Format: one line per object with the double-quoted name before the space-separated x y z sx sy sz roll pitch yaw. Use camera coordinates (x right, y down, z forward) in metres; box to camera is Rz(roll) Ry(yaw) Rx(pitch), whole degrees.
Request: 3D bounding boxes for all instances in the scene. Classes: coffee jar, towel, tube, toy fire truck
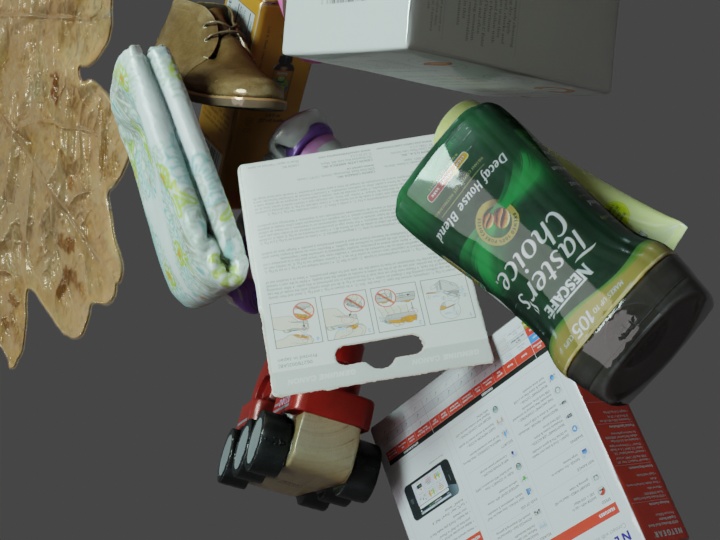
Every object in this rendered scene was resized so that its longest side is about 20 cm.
"coffee jar" 0.123 -0.010 0.782 0.200 0.085 0.104 43 101 22
"towel" -0.152 -0.071 0.986 0.171 0.048 0.201 156 94 -75
"tube" 0.133 -0.052 0.852 0.200 0.052 0.058 42 156 33
"toy fire truck" -0.049 0.075 0.976 0.176 0.128 0.201 140 146 -68

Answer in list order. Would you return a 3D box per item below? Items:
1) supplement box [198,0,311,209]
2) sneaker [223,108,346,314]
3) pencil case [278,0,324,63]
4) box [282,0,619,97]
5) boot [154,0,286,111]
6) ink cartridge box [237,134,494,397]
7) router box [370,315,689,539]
"supplement box" -0.095 -0.155 1.081 0.069 0.066 0.201 48 130 41
"sneaker" -0.055 -0.034 1.047 0.088 0.080 0.201 36 122 17
"pencil case" -0.035 -0.272 0.987 0.093 0.090 0.201 -29 68 36
"box" 0.065 -0.179 0.820 0.124 0.199 0.098 8 93 47
"boot" -0.119 -0.177 1.000 0.200 0.073 0.076 34 114 51
"ink cartridge box" 0.000 0.000 0.898 0.050 0.160 0.201 89 171 -61
"router box" 0.108 0.148 0.863 0.200 0.049 0.180 -41 58 39
